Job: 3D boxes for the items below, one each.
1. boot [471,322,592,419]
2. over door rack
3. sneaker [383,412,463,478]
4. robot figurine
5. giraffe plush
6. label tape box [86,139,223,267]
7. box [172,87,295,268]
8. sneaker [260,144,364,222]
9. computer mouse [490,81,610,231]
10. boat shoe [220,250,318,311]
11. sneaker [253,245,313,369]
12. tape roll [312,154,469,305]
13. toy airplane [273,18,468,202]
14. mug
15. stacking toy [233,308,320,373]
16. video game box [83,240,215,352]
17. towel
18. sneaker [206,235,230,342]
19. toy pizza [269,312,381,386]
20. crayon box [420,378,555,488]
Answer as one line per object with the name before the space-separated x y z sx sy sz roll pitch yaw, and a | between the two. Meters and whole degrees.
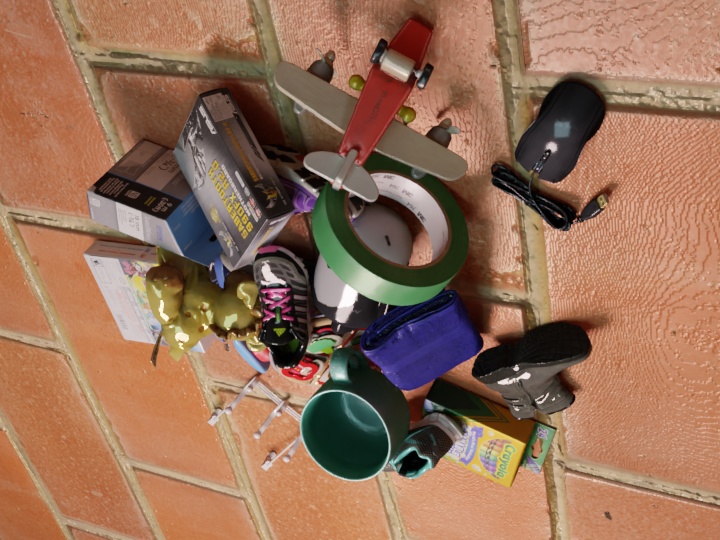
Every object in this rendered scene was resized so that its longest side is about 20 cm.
boot | 0.267 0.147 1.528 0.200 0.068 0.131 -21 129 41
over door rack | -0.183 0.286 1.942 0.148 0.067 0.200 41 139 -6
sneaker | 0.070 0.285 1.678 0.078 0.091 0.200 45 140 -7
robot figurine | -0.002 -0.001 1.498 0.150 0.125 0.200 24 134 4
giraffe plush | -0.214 0.047 1.584 0.161 0.201 0.173 -1 158 9
label tape box | -0.271 -0.102 1.570 0.199 0.144 0.063 20 135 15
box | -0.178 -0.125 1.481 0.201 0.048 0.158 61 148 11
sneaker | -0.075 -0.105 1.463 0.200 0.080 0.084 30 123 36
computer mouse | 0.244 -0.122 1.283 0.140 0.046 0.200 36 139 0
boat shoe | -0.114 0.002 1.629 0.199 0.060 0.076 25 151 8
sneaker | -0.109 0.059 1.508 0.073 0.088 0.201 -1 129 9
tape roll | 0.039 -0.053 1.367 0.200 0.201 0.048 36 139 -2
toy airplane | 0.015 -0.183 1.306 0.198 0.141 0.201 -16 104 9
mug | 0.005 0.211 1.625 0.152 0.114 0.185 32 121 11
stacking toy | -0.089 0.083 1.672 0.199 0.110 0.116 -7 142 24
video game box | -0.358 0.044 1.843 0.182 0.047 0.201 9 133 30
towel | 0.086 0.093 1.493 0.147 0.050 0.200 -29 151 4
sneaker | -0.236 0.024 1.731 0.078 0.070 0.201 21 131 19
toy pizza | -0.040 0.131 1.652 0.199 0.032 0.201 -4 142 -3
crayon box | 0.191 0.260 1.681 0.199 0.052 0.126 22 138 14
